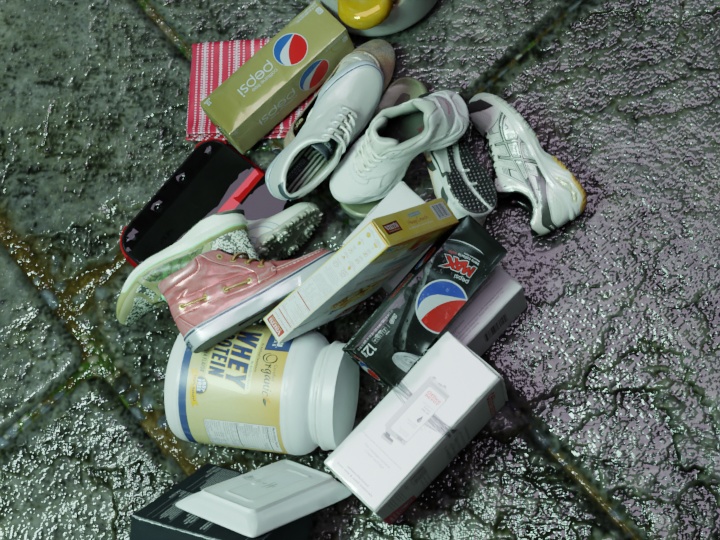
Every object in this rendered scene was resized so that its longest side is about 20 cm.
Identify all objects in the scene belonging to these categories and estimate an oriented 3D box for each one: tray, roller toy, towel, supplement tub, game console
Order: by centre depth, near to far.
[{"bbox_3d":[-0.101,0.244,1.452,0.107,0.200,0.022,14,102,29],"label":"tray"},{"bbox_3d":[-0.111,0.136,1.521,0.199,0.144,0.145,5,73,13],"label":"supplement tub"},{"bbox_3d":[-0.189,-0.053,1.666,0.177,0.031,0.200,39,84,14],"label":"game console"},{"bbox_3d":[0.012,-0.404,1.672,0.182,0.140,0.200,40,79,22],"label":"roller toy"},{"bbox_3d":[-0.130,-0.239,1.716,0.199,0.022,0.145,-2,71,11],"label":"towel"}]

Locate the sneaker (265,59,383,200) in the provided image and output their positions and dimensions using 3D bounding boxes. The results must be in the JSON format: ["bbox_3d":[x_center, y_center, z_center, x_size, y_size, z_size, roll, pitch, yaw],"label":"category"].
[{"bbox_3d":[-0.033,-0.161,1.573,0.200,0.073,0.071,-54,26,1],"label":"sneaker"}]

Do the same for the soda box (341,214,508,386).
[{"bbox_3d":[0.071,0.034,1.455,0.063,0.071,0.200,42,80,-6],"label":"soda box"}]

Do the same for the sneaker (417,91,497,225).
[{"bbox_3d":[0.105,-0.130,1.601,0.073,0.080,0.201,-6,58,-13],"label":"sneaker"}]

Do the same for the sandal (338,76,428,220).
[{"bbox_3d":[0.023,-0.158,1.637,0.079,0.057,0.202,17,76,17],"label":"sandal"}]

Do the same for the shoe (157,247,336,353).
[{"bbox_3d":[-0.124,0.006,1.474,0.200,0.071,0.091,-29,80,-11],"label":"shoe"}]

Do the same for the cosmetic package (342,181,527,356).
[{"bbox_3d":[0.088,0.004,1.555,0.108,0.085,0.200,-44,68,-5],"label":"cosmetic package"}]

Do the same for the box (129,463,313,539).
[{"bbox_3d":[-0.148,0.288,1.442,0.141,0.200,0.079,9,100,16],"label":"box"}]

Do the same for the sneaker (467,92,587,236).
[{"bbox_3d":[0.181,-0.128,1.585,0.088,0.076,0.200,-38,68,-3],"label":"sneaker"}]

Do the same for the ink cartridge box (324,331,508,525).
[{"bbox_3d":[0.066,0.179,1.468,0.083,0.147,0.200,42,83,18],"label":"ink cartridge box"}]

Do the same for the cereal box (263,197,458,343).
[{"bbox_3d":[0.000,0.000,1.451,0.200,0.144,0.040,-42,78,36],"label":"cereal box"}]

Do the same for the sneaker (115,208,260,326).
[{"bbox_3d":[-0.200,0.015,1.536,0.200,0.077,0.089,-38,71,11],"label":"sneaker"}]

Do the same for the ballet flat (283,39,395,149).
[{"bbox_3d":[-0.021,-0.216,1.640,0.068,0.067,0.200,34,78,8],"label":"ballet flat"}]

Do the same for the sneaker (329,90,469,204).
[{"bbox_3d":[0.026,-0.147,1.538,0.200,0.099,0.078,-39,71,28],"label":"sneaker"}]

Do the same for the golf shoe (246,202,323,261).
[{"bbox_3d":[-0.145,-0.041,1.605,0.200,0.078,0.097,-33,68,-3],"label":"golf shoe"}]

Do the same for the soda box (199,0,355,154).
[{"bbox_3d":[-0.103,-0.243,1.663,0.200,0.068,0.064,-43,69,-4],"label":"soda box"}]
